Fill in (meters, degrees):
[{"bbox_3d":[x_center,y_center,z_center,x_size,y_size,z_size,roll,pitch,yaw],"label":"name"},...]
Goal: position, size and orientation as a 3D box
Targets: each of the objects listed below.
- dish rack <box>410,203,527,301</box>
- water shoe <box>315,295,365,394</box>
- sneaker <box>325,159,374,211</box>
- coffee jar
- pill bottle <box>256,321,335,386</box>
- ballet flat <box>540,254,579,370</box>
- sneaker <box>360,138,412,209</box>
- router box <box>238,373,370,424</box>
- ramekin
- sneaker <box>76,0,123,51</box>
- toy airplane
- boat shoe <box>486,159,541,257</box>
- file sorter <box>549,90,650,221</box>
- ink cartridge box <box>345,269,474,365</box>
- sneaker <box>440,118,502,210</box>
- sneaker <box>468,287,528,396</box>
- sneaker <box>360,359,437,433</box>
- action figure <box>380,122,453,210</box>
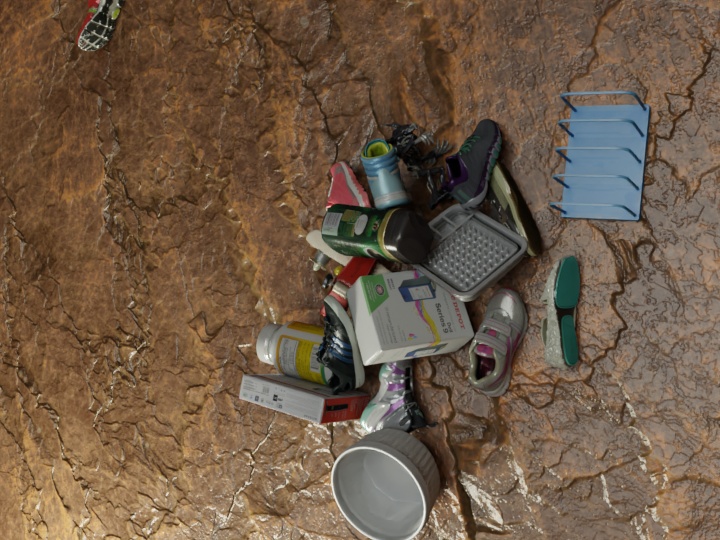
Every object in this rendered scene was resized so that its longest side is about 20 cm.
[{"bbox_3d":[0.185,-0.028,1.472,0.171,0.044,0.199,-37,44,-16],"label":"dish rack"},{"bbox_3d":[-0.047,0.145,1.526,0.071,0.078,0.202,41,150,61],"label":"water shoe"},{"bbox_3d":[-0.039,-0.155,1.641,0.086,0.074,0.201,-27,38,-2],"label":"sneaker"},{"bbox_3d":[0.030,-0.067,1.475,0.198,0.104,0.086,9,73,42],"label":"coffee jar"},{"bbox_3d":[-0.111,0.166,1.670,0.198,0.112,0.115,9,89,30],"label":"pill bottle"},{"bbox_3d":[0.345,0.074,1.444,0.071,0.071,0.204,-1,84,30],"label":"ballet flat"},{"bbox_3d":[0.048,-0.183,1.564,0.078,0.200,0.133,-16,93,0],"label":"sneaker"},{"bbox_3d":[-0.108,0.250,1.621,0.198,0.179,0.050,11,90,31],"label":"router box"},{"bbox_3d":[0.055,0.392,1.523,0.198,0.105,0.203,12,114,27],"label":"ramekin"},{"bbox_3d":[-0.679,-0.663,2.123,0.084,0.077,0.202,27,88,34],"label":"sneaker"},{"bbox_3d":[0.000,0.000,1.626,0.196,0.142,0.203,-10,66,-9],"label":"toy airplane"},{"bbox_3d":[0.272,-0.106,1.506,0.064,0.073,0.202,-32,60,28],"label":"boat shoe"},{"bbox_3d":[0.408,-0.197,1.402,0.137,0.122,0.203,5,87,30],"label":"file sorter"},{"bbox_3d":[0.091,0.081,1.502,0.088,0.197,0.147,-48,52,56],"label":"ink cartridge box"},{"bbox_3d":[0.202,-0.213,1.504,0.074,0.087,0.202,-24,42,49],"label":"sneaker"},{"bbox_3d":[0.245,0.130,1.480,0.080,0.088,0.203,10,89,30],"label":"sneaker"},{"bbox_3d":[0.094,0.249,1.569,0.139,0.077,0.202,29,109,28],"label":"sneaker"},{"bbox_3d":[0.123,-0.223,1.580,0.102,0.118,0.202,-39,76,32],"label":"action figure"}]
